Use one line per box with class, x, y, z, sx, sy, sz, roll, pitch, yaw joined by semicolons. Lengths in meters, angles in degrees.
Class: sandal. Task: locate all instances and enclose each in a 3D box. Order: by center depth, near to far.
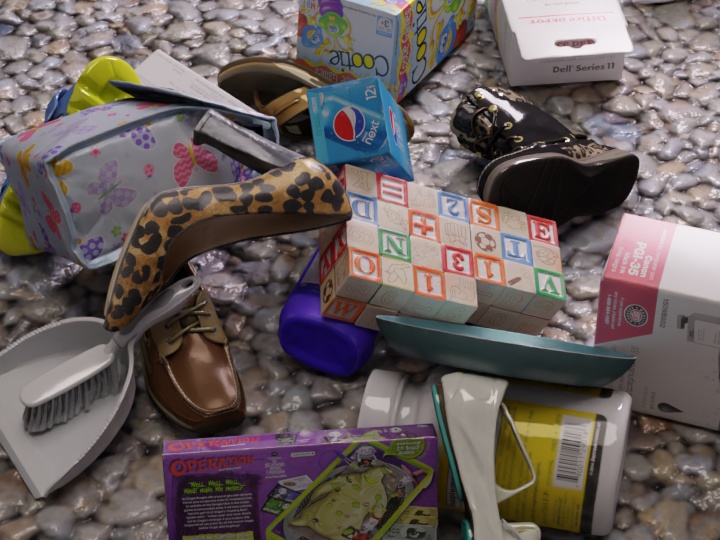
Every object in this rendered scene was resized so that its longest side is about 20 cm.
sandal;-0.268;-0.097;1.749;0.087;0.079;0.200;-4;50;58
sandal;-0.048;-0.148;1.827;0.199;0.080;0.054;20;70;14

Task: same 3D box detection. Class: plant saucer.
plant saucer;0.108;0.062;1.481;0.199;0.028;0.200;10;1;0

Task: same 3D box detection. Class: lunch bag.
lunch bag;-0.185;-0.094;1.643;0.199;0.128;0.169;-22;16;-20

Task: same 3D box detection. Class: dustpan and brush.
dustpan and brush;-0.205;0.072;1.552;0.200;0.057;0.140;-32;52;-12

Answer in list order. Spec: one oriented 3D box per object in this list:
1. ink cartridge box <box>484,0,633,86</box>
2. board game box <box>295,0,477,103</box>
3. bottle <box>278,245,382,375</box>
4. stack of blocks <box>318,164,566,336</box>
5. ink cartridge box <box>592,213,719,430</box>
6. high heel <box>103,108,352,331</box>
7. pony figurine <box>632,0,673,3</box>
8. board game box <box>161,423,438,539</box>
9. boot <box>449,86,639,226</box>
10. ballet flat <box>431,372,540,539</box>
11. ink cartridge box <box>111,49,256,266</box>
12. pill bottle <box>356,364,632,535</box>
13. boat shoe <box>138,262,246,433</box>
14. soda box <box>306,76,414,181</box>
ink cartridge box;0.193;-0.244;1.924;0.117;0.068;0.200;-4;42;-5
board game box;0.029;-0.252;1.886;0.104;0.103;0.200;18;37;19
bottle;0.000;0.000;1.660;0.083;0.065;0.200;21;45;8
stack of blocks;0.067;-0.003;1.610;0.199;0.059;0.116;14;50;-21
ink cartridge box;0.290;0.050;1.546;0.199;0.147;0.083;13;45;14
high heel;-0.103;-0.015;1.529;0.142;0.071;0.201;28;76;6
pony figurine;0.351;-0.366;2.017;0.192;0.167;0.200;4;27;-7
board game box;-0.042;0.177;1.431;0.199;0.121;0.032;-3;23;-4
boot;0.138;-0.104;1.744;0.199;0.073;0.150;-12;37;-44
ballet flat;0.097;0.170;1.401;0.069;0.069;0.201;-8;86;-9
ink cartridge box;-0.198;-0.097;1.797;0.161;0.050;0.200;34;71;31
pill bottle;0.100;0.130;1.485;0.199;0.112;0.112;10;43;10
boat shoe;-0.149;0.048;1.601;0.075;0.074;0.200;-15;44;-19
soda box;0.002;-0.114;1.689;0.064;0.200;0.068;-10;85;6
